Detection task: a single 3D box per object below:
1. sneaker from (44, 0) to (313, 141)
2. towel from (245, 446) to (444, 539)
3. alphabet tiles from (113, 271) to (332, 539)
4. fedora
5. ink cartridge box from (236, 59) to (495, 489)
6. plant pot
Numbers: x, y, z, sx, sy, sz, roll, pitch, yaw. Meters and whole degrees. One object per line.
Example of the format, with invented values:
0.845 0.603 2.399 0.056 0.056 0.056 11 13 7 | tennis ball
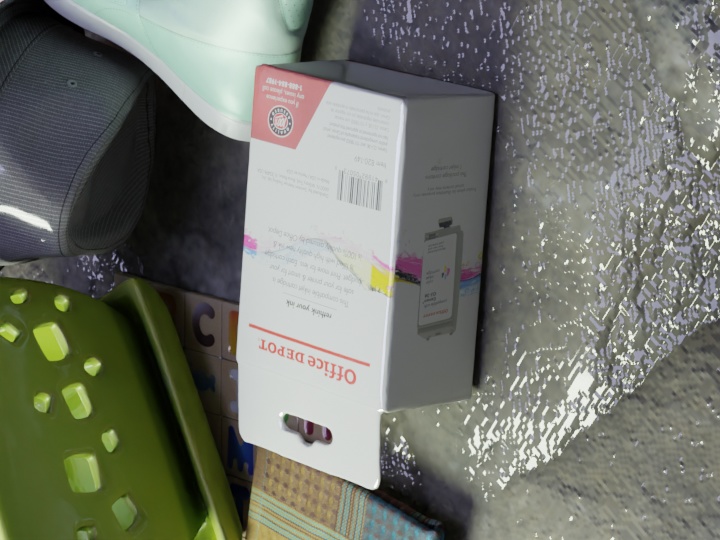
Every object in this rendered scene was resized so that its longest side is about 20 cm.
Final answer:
-0.100 -0.172 1.446 0.200 0.074 0.118 38 130 19 | sneaker
-0.016 0.202 1.464 0.147 0.022 0.201 27 117 41 | towel
-0.078 0.098 1.530 0.200 0.008 0.168 13 106 47 | alphabet tiles
-0.170 -0.061 1.490 0.090 0.200 0.177 16 120 14 | fedora
0.000 0.000 1.382 0.116 0.067 0.201 18 108 45 | ink cartridge box
-0.190 0.118 1.516 0.199 0.181 0.200 -33 71 46 | plant pot
